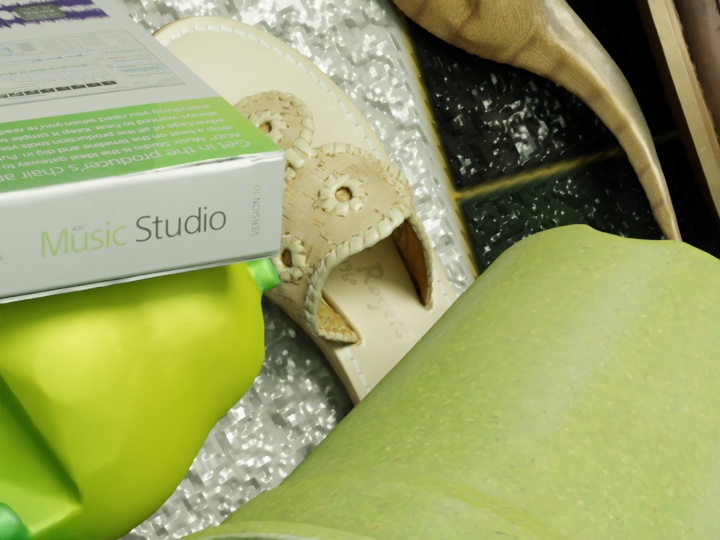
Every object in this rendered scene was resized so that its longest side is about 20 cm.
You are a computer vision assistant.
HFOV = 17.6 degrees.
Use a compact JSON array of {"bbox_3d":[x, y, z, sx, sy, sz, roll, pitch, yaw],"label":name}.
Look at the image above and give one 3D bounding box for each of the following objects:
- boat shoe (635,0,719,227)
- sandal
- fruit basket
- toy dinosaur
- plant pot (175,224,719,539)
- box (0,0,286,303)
[{"bbox_3d":[0.131,-0.106,0.846,0.070,0.070,0.200,-19,107,6],"label":"boat shoe"},{"bbox_3d":[0.004,-0.003,0.798,0.078,0.070,0.212,-33,97,-24],"label":"sandal"},{"bbox_3d":[-0.126,0.049,0.661,0.155,0.216,0.216,29,73,-17],"label":"fruit basket"},{"bbox_3d":[0.055,-0.098,0.849,0.200,0.060,0.106,32,84,-7],"label":"toy dinosaur"},{"bbox_3d":[0.055,0.090,0.709,0.200,0.200,0.184,46,50,-12],"label":"plant pot"},{"bbox_3d":[-0.127,-0.046,0.683,0.144,0.200,0.036,-9,117,-24],"label":"box"}]
